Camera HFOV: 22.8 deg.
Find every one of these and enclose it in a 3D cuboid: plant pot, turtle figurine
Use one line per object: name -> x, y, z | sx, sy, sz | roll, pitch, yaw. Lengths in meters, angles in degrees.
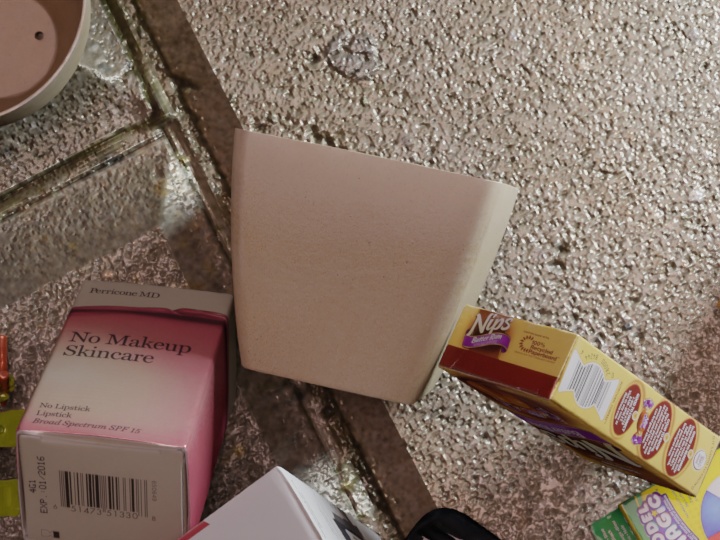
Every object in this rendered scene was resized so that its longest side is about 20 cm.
plant pot -> 0.000, 0.000, 1.382 | 0.200, 0.200, 0.177 | 13, 93, 8
plant pot -> -0.309, -0.201, 1.458 | 0.200, 0.134, 0.201 | -1, 81, 3
turtle figurine -> -0.303, 0.137, 1.398 | 0.064, 0.161, 0.200 | 27, 73, -27

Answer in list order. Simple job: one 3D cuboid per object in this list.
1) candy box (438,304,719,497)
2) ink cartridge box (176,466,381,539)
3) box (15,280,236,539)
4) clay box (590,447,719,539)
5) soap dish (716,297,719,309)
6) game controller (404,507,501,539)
candy box -> 0.166, 0.098, 1.332 | 0.117, 0.200, 0.057 | 15, 77, 49
ink cartridge box -> -0.059, 0.244, 1.329 | 0.145, 0.200, 0.083 | -37, 59, 4
box -> -0.173, 0.109, 1.358 | 0.128, 0.200, 0.109 | 5, 123, 4
clay box -> 0.292, 0.198, 1.397 | 0.200, 0.048, 0.115 | -30, 80, -2
soap dish -> 0.406, 0.015, 1.401 | 0.200, 0.081, 0.157 | 33, 85, 7
game controller -> 0.044, 0.288, 1.411 | 0.104, 0.042, 0.200 | 34, 84, 23
